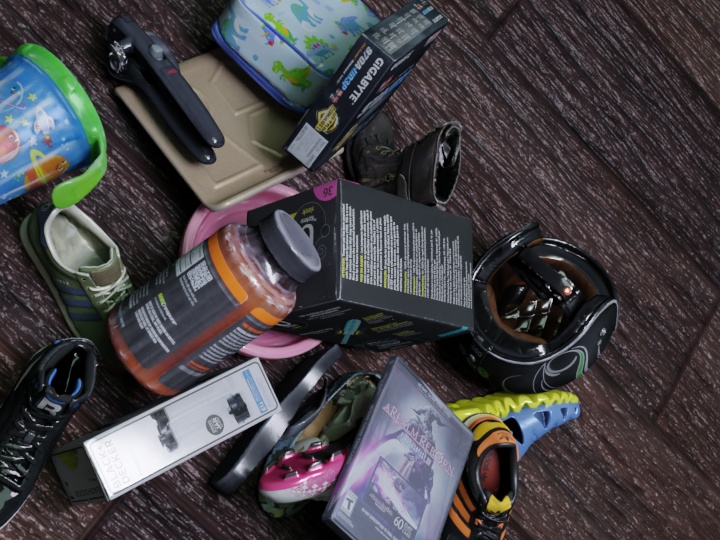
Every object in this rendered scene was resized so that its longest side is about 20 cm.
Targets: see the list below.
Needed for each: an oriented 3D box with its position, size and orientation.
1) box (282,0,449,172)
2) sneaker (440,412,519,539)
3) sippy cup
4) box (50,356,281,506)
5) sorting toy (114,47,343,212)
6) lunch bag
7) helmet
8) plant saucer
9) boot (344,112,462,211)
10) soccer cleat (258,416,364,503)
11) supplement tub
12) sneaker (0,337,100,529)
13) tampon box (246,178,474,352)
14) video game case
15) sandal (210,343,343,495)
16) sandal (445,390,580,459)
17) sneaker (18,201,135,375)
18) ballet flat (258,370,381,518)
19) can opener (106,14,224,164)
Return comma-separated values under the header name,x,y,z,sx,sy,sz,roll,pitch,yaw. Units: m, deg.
name,x,y,z,sx,sy,sz,roll,pitch,yaw
box,0.008,-0.204,1.248,0.046,0.159,0.200,40,31,1
sneaker,0.135,0.264,1.281,0.070,0.090,0.201,4,99,-13
sippy cup,-0.342,-0.132,1.134,0.130,0.178,0.140,-39,121,-27
box,-0.192,0.159,1.141,0.200,0.117,0.060,-26,92,-32
sorting toy,-0.145,-0.161,1.282,0.185,0.037,0.200,-29,68,-33
lunch bag,-0.067,-0.274,1.326,0.161,0.082,0.200,42,36,-1
helmet,0.206,0.049,1.361,0.199,0.191,0.201,-3,78,12
plant saucer,-0.110,0.002,1.275,0.200,0.051,0.201,10,70,-28
boot,0.056,-0.127,1.326,0.069,0.174,0.200,22,58,-30
soccer cleat,-0.015,0.211,1.182,0.200,0.070,0.087,-20,105,-40
supplement tub,-0.136,0.027,1.100,0.107,0.200,0.107,51,14,-18
sneaker,-0.311,0.146,1.079,0.073,0.112,0.200,30,63,-18
tampon box,0.000,0.000,1.208,0.200,0.150,0.127,15,68,-42
video game case,0.044,0.208,1.180,0.143,0.019,0.200,47,49,-27
sandal,-0.083,0.161,1.234,0.043,0.076,0.200,43,70,-11
sandal,0.177,0.188,1.378,0.200,0.079,0.087,-9,93,-27
sneaker,-0.264,0.015,1.158,0.067,0.090,0.200,-39,96,-33
ballet flat,-0.037,0.181,1.254,0.074,0.074,0.200,43,59,-12
can opener,-0.204,-0.195,1.222,0.079,0.063,0.200,-23,62,-31
